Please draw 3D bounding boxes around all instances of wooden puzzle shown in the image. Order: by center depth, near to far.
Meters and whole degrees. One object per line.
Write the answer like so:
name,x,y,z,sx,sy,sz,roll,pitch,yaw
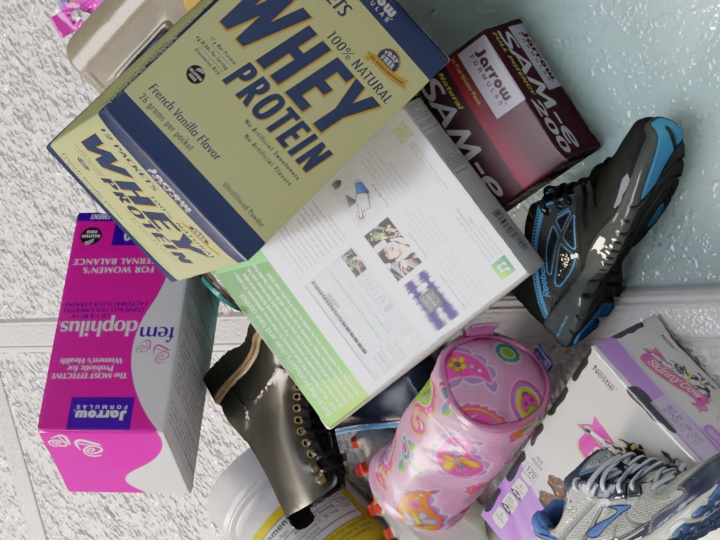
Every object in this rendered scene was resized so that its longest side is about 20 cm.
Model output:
wooden puzzle,-0.102,-0.152,1.708,0.200,0.046,0.185,45,116,-3

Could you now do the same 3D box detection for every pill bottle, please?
pill bottle,-0.025,0.230,1.836,0.200,0.114,0.114,44,135,27

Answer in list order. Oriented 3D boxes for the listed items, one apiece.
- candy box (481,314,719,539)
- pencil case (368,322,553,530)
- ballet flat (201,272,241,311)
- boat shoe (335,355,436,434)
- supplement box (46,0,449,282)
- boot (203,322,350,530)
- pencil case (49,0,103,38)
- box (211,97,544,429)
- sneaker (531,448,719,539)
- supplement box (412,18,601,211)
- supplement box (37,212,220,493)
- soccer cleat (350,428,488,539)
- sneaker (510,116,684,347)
candy box,0.194,0.160,1.588,0.168,0.072,0.200,49,137,22
pencil case,0.069,0.114,1.641,0.087,0.087,0.200,54,151,16
ballet flat,-0.076,0.007,1.796,0.067,0.064,0.200,41,178,10
boat shoe,-0.014,0.087,1.797,0.200,0.084,0.069,-11,100,34
supplement box,-0.080,-0.111,1.544,0.134,0.200,0.200,47,163,-10
boot,-0.031,0.096,1.706,0.138,0.077,0.200,61,149,13
pencil case,-0.164,-0.242,1.798,0.200,0.088,0.088,-31,83,49
box,0.009,-0.003,1.582,0.200,0.036,0.144,-39,85,27
sneaker,0.172,0.153,1.496,0.200,0.077,0.085,-41,73,48
supplement box,0.055,-0.075,1.599,0.200,0.061,0.109,-36,84,32
supplement box,-0.174,0.063,1.769,0.101,0.200,0.103,-1,148,9
soccer cleat,0.055,0.185,1.769,0.069,0.078,0.200,81,163,-45
sneaker,0.150,-0.034,1.539,0.082,0.073,0.200,39,134,15
